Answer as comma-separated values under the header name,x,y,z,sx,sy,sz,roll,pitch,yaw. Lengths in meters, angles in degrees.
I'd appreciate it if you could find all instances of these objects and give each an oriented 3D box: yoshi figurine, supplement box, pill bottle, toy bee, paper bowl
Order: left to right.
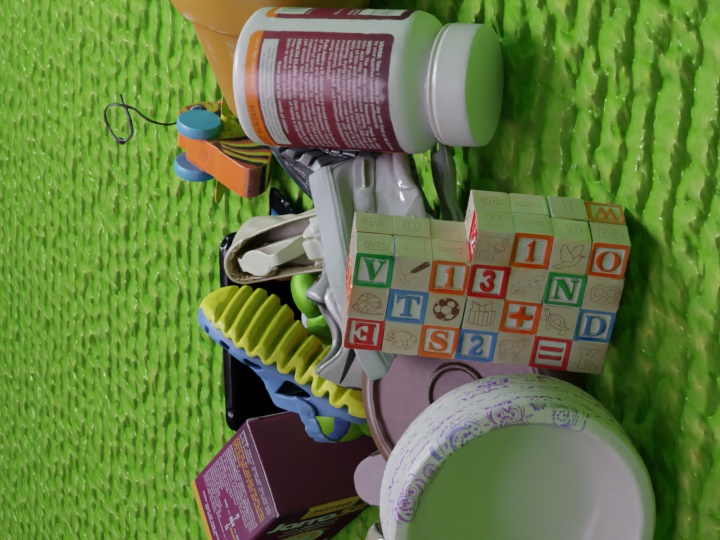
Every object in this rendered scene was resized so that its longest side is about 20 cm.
name,x,y,z,sx,sy,sz,roll,pitch,yaw
toy bee,-0.156,-0.150,2.023,0.200,0.108,0.131,44,134,15
supplement box,-0.072,0.213,1.907,0.200,0.130,0.104,-50,55,58
yoshi figurine,-0.029,0.078,1.817,0.112,0.112,0.201,99,150,-65
pill bottle,0.008,-0.153,1.545,0.198,0.114,0.115,5,106,22
paper bowl,0.113,0.173,1.435,0.104,0.199,0.202,-115,23,-70

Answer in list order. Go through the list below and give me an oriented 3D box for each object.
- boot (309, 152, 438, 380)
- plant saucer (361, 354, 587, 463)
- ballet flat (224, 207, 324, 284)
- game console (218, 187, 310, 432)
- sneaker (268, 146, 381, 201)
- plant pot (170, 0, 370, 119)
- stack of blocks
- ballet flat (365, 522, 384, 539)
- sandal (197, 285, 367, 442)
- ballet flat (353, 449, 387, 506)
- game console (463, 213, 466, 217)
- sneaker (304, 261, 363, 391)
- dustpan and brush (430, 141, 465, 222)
name,x,y,z,sx,sy,sz,roll,pitch,yaw
boot,0.023,-0.014,1.524,0.074,0.095,0.201,60,-167,-57
plant saucer,0.082,0.098,1.525,0.199,0.034,0.202,2,95,29
ballet flat,-0.044,-0.022,1.703,0.199,0.069,0.070,-12,87,40
game console,-0.106,0.037,1.921,0.116,0.175,0.202,13,112,40
sneaker,-0.013,-0.082,1.782,0.200,0.073,0.082,49,175,35
plant pot,-0.071,-0.234,1.718,0.200,0.199,0.184,53,159,44
stack of blocks,0.090,0.005,1.420,0.059,0.198,0.116,-91,7,-57
ballet flat,0.053,0.295,1.744,0.063,0.067,0.200,-59,27,5
sandal,-0.067,0.090,1.731,0.199,0.079,0.087,35,133,14
ballet flat,0.088,0.157,1.574,0.199,0.046,0.068,-16,85,27
game console,0.084,0.079,1.671,0.172,0.118,0.202,59,-167,-72
sneaker,0.000,0.000,1.606,0.074,0.088,0.202,162,113,-77
dustpan and brush,0.086,-0.011,1.567,0.139,0.057,0.202,-18,70,45
